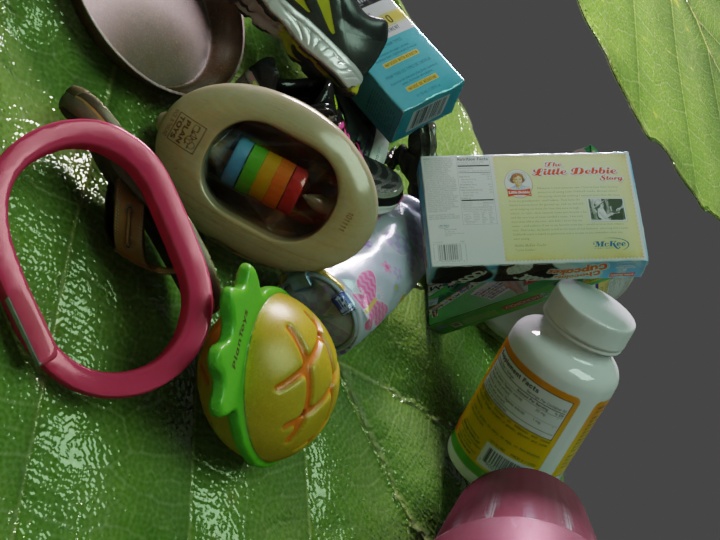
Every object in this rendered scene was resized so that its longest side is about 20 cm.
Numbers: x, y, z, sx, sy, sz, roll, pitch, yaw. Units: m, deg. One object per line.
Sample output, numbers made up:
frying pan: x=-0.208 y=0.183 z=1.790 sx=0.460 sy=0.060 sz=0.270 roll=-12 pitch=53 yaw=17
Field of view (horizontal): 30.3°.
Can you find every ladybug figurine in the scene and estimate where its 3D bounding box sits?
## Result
ladybug figurine: x=-0.078 y=-0.080 z=1.102 sx=0.199 sy=0.136 sz=0.072 roll=31 pitch=9 yaw=-4

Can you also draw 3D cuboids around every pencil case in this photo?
pencil case: x=0.000 y=0.000 z=1.200 sx=0.091 sy=0.083 sz=0.200 roll=55 pitch=36 yaw=-4

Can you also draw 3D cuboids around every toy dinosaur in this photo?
toy dinosaur: x=0.053 y=-0.095 z=1.312 sx=0.047 sy=0.088 sz=0.202 roll=2 pitch=85 yaw=-27

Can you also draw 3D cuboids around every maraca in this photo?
maraca: x=-0.076 y=0.075 z=1.012 sx=0.200 sy=0.106 sz=0.138 roll=59 pitch=35 yaw=-64

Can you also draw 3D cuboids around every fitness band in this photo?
fitness band: x=-0.186 y=-0.007 z=0.943 sx=0.143 sy=0.037 sz=0.201 roll=-23 pitch=92 yaw=-24

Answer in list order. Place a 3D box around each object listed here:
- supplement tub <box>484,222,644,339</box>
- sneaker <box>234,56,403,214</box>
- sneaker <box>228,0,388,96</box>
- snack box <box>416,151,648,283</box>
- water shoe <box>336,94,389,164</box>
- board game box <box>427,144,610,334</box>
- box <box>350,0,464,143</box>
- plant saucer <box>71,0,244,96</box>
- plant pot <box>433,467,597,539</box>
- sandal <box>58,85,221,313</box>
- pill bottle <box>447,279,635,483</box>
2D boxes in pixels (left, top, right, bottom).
supplement tub: x=0.215 y=-0.013 z=1.436 sx=0.200 sy=0.145 sz=0.146 roll=-29 pitch=95 yaw=-55
sneaker: x=-0.033 y=-0.121 z=1.174 sx=0.199 sy=0.088 sz=0.074 roll=28 pitch=24 yaw=-22
sneaker: x=-0.057 y=-0.247 z=1.178 sx=0.200 sy=0.074 sz=0.085 roll=46 pitch=74 yaw=-20
snack box: x=0.155 y=-0.049 z=1.217 sx=0.037 sy=0.198 sz=0.117 roll=98 pitch=-10 yaw=-63
water shoe: x=-0.013 y=-0.177 z=1.289 sx=0.079 sy=0.071 sz=0.201 roll=23 pitch=52 yaw=-35
board game box: x=0.152 y=-0.028 z=1.312 sx=0.029 sy=0.199 sz=0.136 roll=29 pitch=51 yaw=-45
box: x=0.004 y=-0.219 z=1.262 sx=0.082 sy=0.049 sz=0.200 roll=-29 pitch=69 yaw=-29
plant saucer: x=-0.180 y=-0.235 z=1.133 sx=0.200 sy=0.034 sz=0.202 roll=29 pitch=50 yaw=-41
plant pot: x=0.134 y=0.272 z=1.154 sx=0.201 sy=0.199 sz=0.179 roll=55 pitch=22 yaw=-16
sandal: x=-0.175 y=-0.045 z=1.008 sx=0.054 sy=0.080 sz=0.201 roll=-37 pitch=101 yaw=-19
pill bottle: x=0.172 y=0.112 z=1.247 sx=0.110 sy=0.201 sz=0.111 roll=23 pitch=23 yaw=-11
